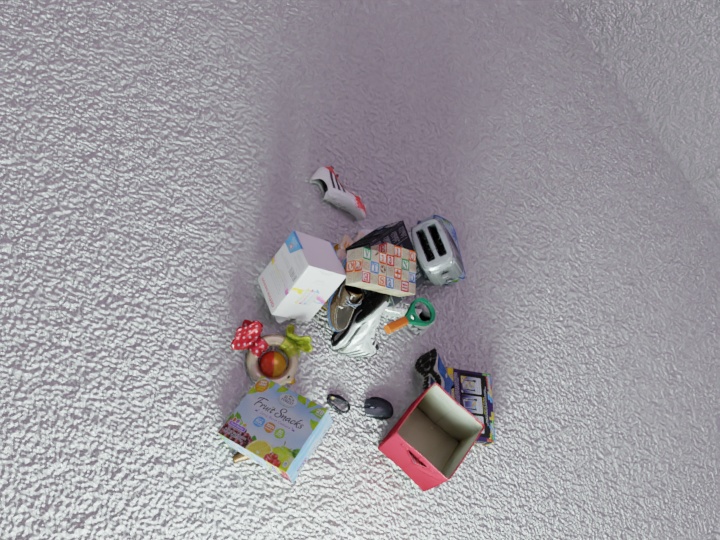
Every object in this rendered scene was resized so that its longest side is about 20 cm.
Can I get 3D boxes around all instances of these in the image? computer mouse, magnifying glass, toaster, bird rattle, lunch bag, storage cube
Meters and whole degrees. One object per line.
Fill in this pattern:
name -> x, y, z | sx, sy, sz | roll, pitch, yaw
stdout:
computer mouse -> 0.004, 0.352, 1.672 | 0.199, 0.034, 0.059 | 14, 63, -26
magnifying glass -> 0.136, 0.131, 1.753 | 0.199, 0.022, 0.080 | -20, 79, -46
toaster -> 0.212, -0.063, 1.813 | 0.129, 0.113, 0.201 | 41, 28, -68
bird rattle -> -0.218, 0.203, 1.562 | 0.199, 0.112, 0.165 | 5, 83, -27
lunch bag -> 0.248, -0.059, 1.961 | 0.160, 0.082, 0.202 | 14, 61, -53
storage cube -> 0.173, 0.425, 1.624 | 0.171, 0.180, 0.200 | 40, 60, 7

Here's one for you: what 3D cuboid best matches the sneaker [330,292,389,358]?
sneaker -> 0.025, 0.152, 1.704 | 0.115, 0.200, 0.076 | 39, 12, -29

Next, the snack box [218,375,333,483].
snack box -> -0.190, 0.354, 1.447 | 0.199, 0.068, 0.169 | 22, 57, 26

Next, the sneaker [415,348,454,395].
sneaker -> 0.209, 0.299, 1.777 | 0.089, 0.078, 0.201 | 48, 20, -27

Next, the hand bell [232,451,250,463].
hand bell -> -0.208, 0.395, 1.501 | 0.199, 0.104, 0.105 | -22, 82, -24

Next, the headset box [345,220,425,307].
headset box -> 0.075, -0.009, 1.756 | 0.174, 0.092, 0.201 | -35, 107, -47

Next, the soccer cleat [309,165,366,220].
soccer cleat -> -0.065, -0.215, 1.867 | 0.085, 0.069, 0.200 | -40, 90, -29

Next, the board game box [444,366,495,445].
board game box -> 0.300, 0.389, 1.830 | 0.164, 0.057, 0.202 | 13, 63, -25

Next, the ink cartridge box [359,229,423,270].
ink cartridge box -> 0.088, -0.036, 1.898 | 0.198, 0.050, 0.164 | 1, 69, -25

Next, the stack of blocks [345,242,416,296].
stack of blocks -> 0.055, -0.007, 1.619 | 0.199, 0.058, 0.116 | 14, 73, -43

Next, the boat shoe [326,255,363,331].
boat shoe -> -0.034, 0.063, 1.640 | 0.072, 0.072, 0.202 | 6, 96, -34

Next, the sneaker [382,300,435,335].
sneaker -> 0.126, 0.112, 1.829 | 0.199, 0.081, 0.076 | 27, 59, -18

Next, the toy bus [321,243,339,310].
toy bus -> -0.067, 0.014, 1.749 | 0.065, 0.078, 0.201 | 32, 56, -16

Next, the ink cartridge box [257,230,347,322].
ink cartridge box -> -0.155, 0.026, 1.609 | 0.125, 0.200, 0.129 | 15, 35, -41

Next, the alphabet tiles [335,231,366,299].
alphabet tiles -> 0.000, 0.000, 1.751 | 0.200, 0.015, 0.197 | 46, 49, -32
